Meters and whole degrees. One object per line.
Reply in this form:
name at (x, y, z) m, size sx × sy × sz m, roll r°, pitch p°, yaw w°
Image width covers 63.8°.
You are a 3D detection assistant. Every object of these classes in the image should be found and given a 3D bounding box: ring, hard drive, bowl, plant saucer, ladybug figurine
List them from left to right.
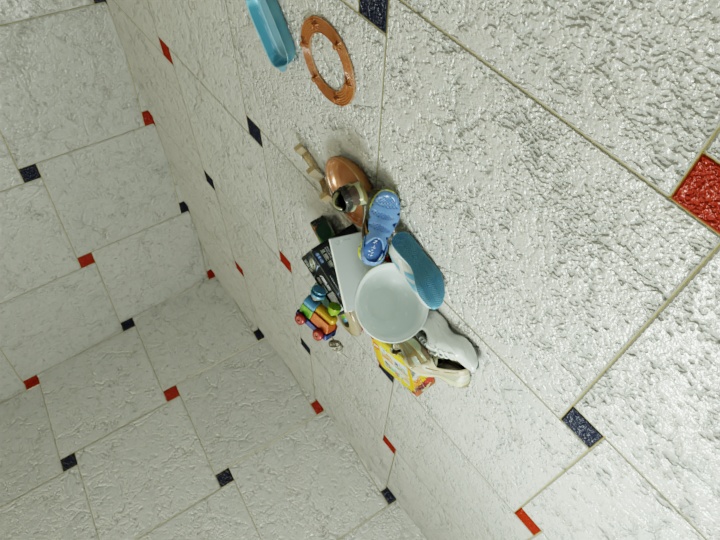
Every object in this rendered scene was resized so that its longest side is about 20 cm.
ring at (-0.078, -0.460, 1.286) m, size 0.201 × 0.019 × 0.201 m, roll 47°, pitch 156°, yaw 28°
ladybug figurine at (-0.041, 0.131, 1.960) m, size 0.135 × 0.072 × 0.202 m, roll 5°, pitch 124°, yaw 64°
plant saucer at (-0.019, -0.206, 1.489) m, size 0.200 × 0.037 × 0.201 m, roll 47°, pitch 158°, yaw 26°
hard drive at (0.000, 0.000, 1.542) m, size 0.026 × 0.130 × 0.202 m, roll -77°, pitch -25°, yaw -82°
bowl at (0.068, 0.084, 1.481) m, size 0.202 × 0.200 × 0.090 m, roll 58°, pitch 162°, yaw -4°

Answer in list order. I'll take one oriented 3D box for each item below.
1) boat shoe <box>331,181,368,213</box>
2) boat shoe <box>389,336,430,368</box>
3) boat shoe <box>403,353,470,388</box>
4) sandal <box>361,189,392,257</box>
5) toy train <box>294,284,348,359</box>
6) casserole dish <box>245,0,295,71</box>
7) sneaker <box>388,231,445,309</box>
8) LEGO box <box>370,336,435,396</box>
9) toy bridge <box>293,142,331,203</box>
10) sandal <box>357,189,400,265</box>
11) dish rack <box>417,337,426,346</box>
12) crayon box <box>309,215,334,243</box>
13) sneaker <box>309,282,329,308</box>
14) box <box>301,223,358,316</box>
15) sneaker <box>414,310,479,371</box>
boat shoe at (-0.040, -0.176, 1.407) m, size 0.200 × 0.064 × 0.074 m, roll 168°, pitch 85°, yaw -74°
boat shoe at (0.105, 0.189, 1.528) m, size 0.072 × 0.076 × 0.200 m, roll 52°, pitch 177°, yaw -29°
boat shoe at (0.205, 0.251, 1.561) m, size 0.199 × 0.072 × 0.066 m, roll 18°, pitch 132°, yaw 34°
sandal at (0.046, -0.105, 1.425) m, size 0.055 × 0.081 × 0.202 m, roll -110°, pitch 13°, yaw -48°
toy train at (-0.082, 0.139, 1.596) m, size 0.199 × 0.084 × 0.116 m, roll 39°, pitch 123°, yaw 19°
casserole dish at (-0.211, -0.581, 1.382) m, size 0.121 × 0.039 × 0.202 m, roll 21°, pitch 139°, yaw 57°
sneaker at (0.137, 0.004, 1.401) m, size 0.201 × 0.076 × 0.081 m, roll 61°, pitch 167°, yaw 10°
LEGO box at (0.127, 0.265, 1.771) m, size 0.200 × 0.077 × 0.150 m, roll 35°, pitch 150°, yaw 45°
toy bridge at (-0.124, -0.267, 1.605) m, size 0.201 × 0.027 × 0.067 m, roll 62°, pitch -165°, yaw 24°
sandal at (0.046, -0.090, 1.358) m, size 0.087 × 0.079 × 0.202 m, roll -84°, pitch 6°, yaw -65°
dish rack at (0.133, 0.135, 1.612) m, size 0.201 × 0.054 × 0.154 m, roll 52°, pitch 160°, yaw 9°
crayon box at (-0.085, -0.063, 1.767) m, size 0.201 × 0.050 × 0.127 m, roll 62°, pitch 176°, yaw -13°
sneaker at (-0.064, 0.042, 1.723) m, size 0.119 × 0.200 × 0.074 m, roll 52°, pitch 135°, yaw 4°
box at (-0.042, -0.001, 1.641) m, size 0.201 × 0.163 × 0.086 m, roll 58°, pitch 152°, yaw -1°
sneaker at (0.216, 0.191, 1.460) m, size 0.200 × 0.087 × 0.075 m, roll 41°, pitch 153°, yaw 34°
